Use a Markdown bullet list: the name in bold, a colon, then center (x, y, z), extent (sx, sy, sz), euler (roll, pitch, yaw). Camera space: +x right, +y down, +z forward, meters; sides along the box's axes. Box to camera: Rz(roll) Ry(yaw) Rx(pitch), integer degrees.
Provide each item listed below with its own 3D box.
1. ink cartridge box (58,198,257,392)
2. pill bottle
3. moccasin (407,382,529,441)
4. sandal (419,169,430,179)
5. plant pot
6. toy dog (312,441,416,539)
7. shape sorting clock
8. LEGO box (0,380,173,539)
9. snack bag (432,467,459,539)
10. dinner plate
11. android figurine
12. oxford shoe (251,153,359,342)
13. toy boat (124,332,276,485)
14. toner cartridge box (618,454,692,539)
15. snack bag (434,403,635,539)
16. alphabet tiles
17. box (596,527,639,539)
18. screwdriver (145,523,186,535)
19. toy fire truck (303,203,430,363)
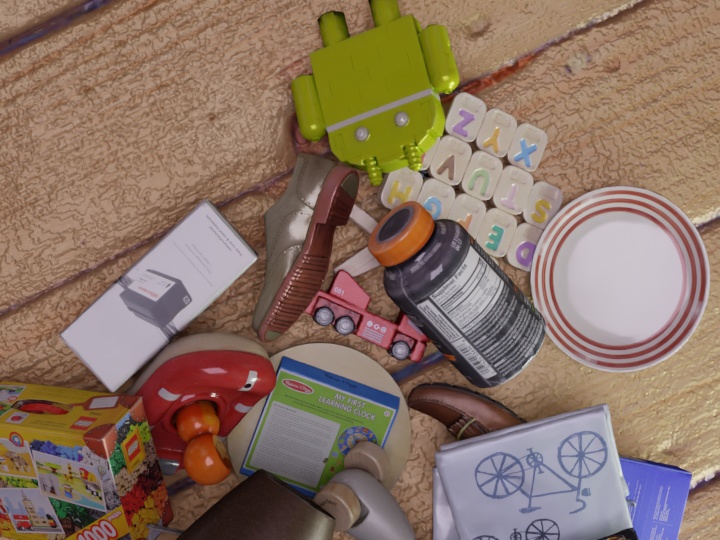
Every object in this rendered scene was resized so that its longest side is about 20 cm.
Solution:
- **ink cartridge box**: center (-0.204, 0.023, 1.641), extent (0.200, 0.145, 0.084), euler (-42, 94, -1)
- **pill bottle**: center (0.095, 0.020, 1.640), extent (0.106, 0.106, 0.200), euler (-44, 113, -1)
- **moccasin**: center (0.137, 0.186, 1.704), extent (0.200, 0.074, 0.078), euler (32, 71, -9)
- **sandal**: center (0.049, -0.126, 1.700), extent (0.075, 0.048, 0.202), euler (-29, 93, -2)
- **plant pot**: center (-0.116, 0.305, 1.572), extent (0.186, 0.187, 0.201), euler (33, 86, -4)
- **toy dog**: center (0.016, 0.284, 1.666), extent (0.131, 0.096, 0.201), euler (-14, 73, -42)
- **shape sorting clock**: center (-0.044, 0.175, 1.709), extent (0.198, 0.039, 0.202), euler (-1, 104, -2)
- **LEGO box**: center (-0.302, 0.199, 1.607), extent (0.198, 0.077, 0.150), euler (4, 120, 28)
- **snack bag**: center (0.169, 0.311, 1.738), extent (0.187, 0.021, 0.202), euler (1, 92, -3)
- **dinner plate**: center (0.281, 0.009, 1.731), extent (0.198, 0.024, 0.202), euler (0, 93, -6)
- **android figurine**: center (0.016, -0.188, 1.661), extent (0.181, 0.041, 0.202), euler (-17, 72, 17)
- **oxford shoe**: center (-0.071, -0.024, 1.648), extent (0.073, 0.071, 0.201), euler (26, 91, 23)
- **toy boat**: center (-0.164, 0.158, 1.619), extent (0.130, 0.131, 0.200), euler (13, 130, -41)
- **toner cartridge box**: center (0.286, 0.303, 1.715), extent (0.094, 0.043, 0.202), euler (13, 91, -12)
- **snack bag**: center (0.192, 0.255, 1.661), extent (0.187, 0.021, 0.202), euler (-16, 100, 3)
- **alphabet tiles**: center (0.119, -0.079, 1.697), extent (0.199, 0.015, 0.197), euler (24, 87, -19)
- **box**: center (0.224, 0.382, 1.654), extent (0.197, 0.050, 0.201), euler (-23, 121, 5)
- **screwdriver**: center (-0.155, 0.282, 1.647), extent (0.028, 0.199, 0.029), euler (7, 84, 38)
- **toy fire truck**: center (0.000, 0.000, 1.702), extent (0.199, 0.049, 0.142), euler (24, 89, -5)
